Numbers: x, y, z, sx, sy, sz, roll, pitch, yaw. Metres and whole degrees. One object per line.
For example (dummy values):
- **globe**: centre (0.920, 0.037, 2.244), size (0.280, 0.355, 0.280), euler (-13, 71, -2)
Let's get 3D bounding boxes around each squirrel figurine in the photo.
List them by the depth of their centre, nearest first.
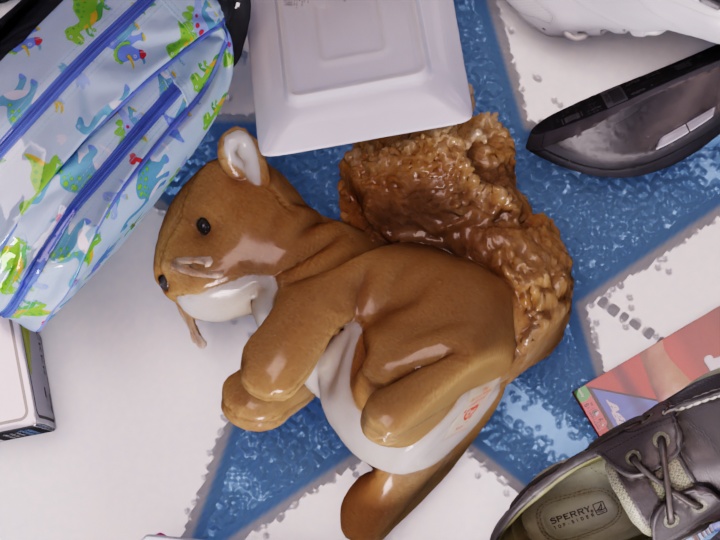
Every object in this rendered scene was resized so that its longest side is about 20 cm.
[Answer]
- **squirrel figurine**: centre (0.000, 0.000, 1.437), size (0.187, 0.142, 0.200), euler (42, 73, 18)

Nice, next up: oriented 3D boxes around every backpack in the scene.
- **backpack**: centre (-0.151, -0.067, 1.397), size (0.200, 0.163, 0.154), euler (-33, 87, -37)

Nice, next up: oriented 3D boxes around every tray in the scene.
- **tray**: centre (-0.007, -0.140, 1.441), size (0.107, 0.022, 0.200), euler (-11, 45, 3)

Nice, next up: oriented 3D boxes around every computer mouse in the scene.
- **computer mouse**: centre (0.185, -0.085, 1.428), size (0.200, 0.140, 0.046), euler (-24, 100, 0)

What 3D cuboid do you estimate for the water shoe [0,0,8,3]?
- **water shoe**: centre (-0.238, -0.175, 1.494), size (0.200, 0.072, 0.079), euler (-17, 81, 1)

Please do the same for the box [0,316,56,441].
- **box**: centre (-0.269, 0.046, 1.475), size (0.199, 0.060, 0.117), euler (-10, 83, 2)

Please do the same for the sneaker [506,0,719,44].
- **sneaker**: centre (0.127, -0.156, 1.449), size (0.200, 0.087, 0.074), euler (27, 45, 28)

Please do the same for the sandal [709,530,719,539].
- **sandal**: centre (0.260, 0.148, 1.392), size (0.200, 0.076, 0.043), euler (-7, 126, -20)

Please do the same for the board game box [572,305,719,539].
- **board game box**: centre (0.204, 0.123, 1.457), size (0.103, 0.019, 0.200), euler (-30, 82, 0)

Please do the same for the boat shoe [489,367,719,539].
- **boat shoe**: centre (0.146, 0.106, 1.390), size (0.201, 0.066, 0.072), euler (-29, 91, 38)

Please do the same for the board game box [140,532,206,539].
- **board game box**: centre (-0.022, 0.238, 1.431), size (0.199, 0.026, 0.201), euler (5, 99, 4)
